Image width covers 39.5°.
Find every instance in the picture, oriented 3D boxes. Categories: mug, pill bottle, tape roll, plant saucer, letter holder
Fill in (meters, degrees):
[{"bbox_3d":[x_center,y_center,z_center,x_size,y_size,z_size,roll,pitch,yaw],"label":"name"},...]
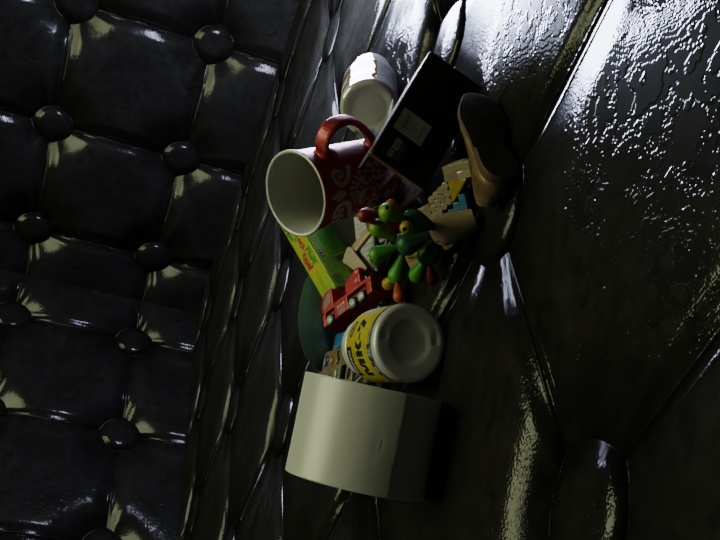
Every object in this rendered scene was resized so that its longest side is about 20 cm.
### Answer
[{"bbox_3d":[-0.023,-0.150,1.579,0.177,0.198,0.135,-38,77,44],"label":"mug"},{"bbox_3d":[0.019,-0.355,1.976,0.201,0.113,0.116,-87,17,-60],"label":"pill bottle"},{"bbox_3d":[0.042,0.113,1.521,0.200,0.112,0.116,159,123,-72],"label":"pill bottle"},{"bbox_3d":[0.005,0.229,1.393,0.202,0.199,0.142,173,110,-74],"label":"tape roll"},{"bbox_3d":[-0.049,0.083,1.843,0.199,0.035,0.204,-3,-87,-63],"label":"plant saucer"},{"bbox_3d":[0.081,-0.209,1.558,0.202,0.100,0.142,-60,7,-20],"label":"letter holder"}]

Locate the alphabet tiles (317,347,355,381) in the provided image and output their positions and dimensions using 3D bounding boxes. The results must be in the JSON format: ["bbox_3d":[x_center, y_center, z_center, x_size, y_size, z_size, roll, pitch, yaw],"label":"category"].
[{"bbox_3d":[-0.051,0.216,1.713,0.200,0.007,0.170,151,130,-67],"label":"alphabet tiles"}]

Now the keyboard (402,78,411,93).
[{"bbox_3d":[0.099,-0.294,1.830,0.202,0.020,0.128,-98,26,-51],"label":"keyboard"}]

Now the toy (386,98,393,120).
[{"bbox_3d":[0.055,-0.218,1.847,0.200,0.046,0.117,121,157,-72],"label":"toy"}]

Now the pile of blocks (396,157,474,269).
[{"bbox_3d":[0.131,-0.086,1.494,0.062,0.082,0.201,-30,-21,-52],"label":"pile of blocks"}]

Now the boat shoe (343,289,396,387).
[{"bbox_3d":[0.022,0.118,1.679,0.073,0.062,0.203,-119,44,-68],"label":"boat shoe"}]

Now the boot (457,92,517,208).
[{"bbox_3d":[0.168,-0.170,1.401,0.076,0.072,0.202,105,166,-45],"label":"boot"}]

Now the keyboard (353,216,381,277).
[{"bbox_3d":[0.016,0.008,1.732,0.056,0.011,0.204,2,101,52],"label":"keyboard"}]

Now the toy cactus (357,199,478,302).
[{"bbox_3d":[0.087,-0.041,1.422,0.201,0.163,0.103,62,-168,-45],"label":"toy cactus"}]

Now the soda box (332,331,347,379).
[{"bbox_3d":[-0.022,0.214,1.751,0.064,0.067,0.204,153,129,-69],"label":"soda box"}]

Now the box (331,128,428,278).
[{"bbox_3d":[0.022,-0.108,1.739,0.201,0.047,0.194,56,136,29],"label":"box"}]

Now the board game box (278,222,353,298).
[{"bbox_3d":[-0.061,-0.039,1.811,0.201,0.100,0.048,58,135,26],"label":"board game box"}]

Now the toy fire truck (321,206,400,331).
[{"bbox_3d":[0.000,0.000,1.668,0.199,0.048,0.143,-38,50,43],"label":"toy fire truck"}]
